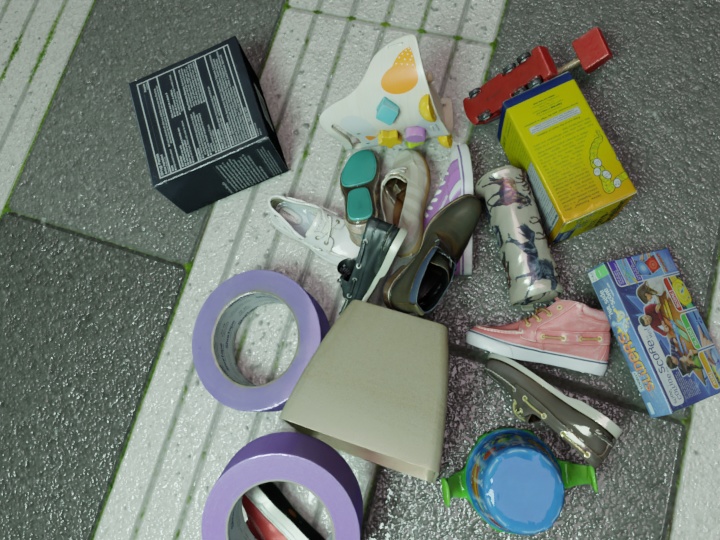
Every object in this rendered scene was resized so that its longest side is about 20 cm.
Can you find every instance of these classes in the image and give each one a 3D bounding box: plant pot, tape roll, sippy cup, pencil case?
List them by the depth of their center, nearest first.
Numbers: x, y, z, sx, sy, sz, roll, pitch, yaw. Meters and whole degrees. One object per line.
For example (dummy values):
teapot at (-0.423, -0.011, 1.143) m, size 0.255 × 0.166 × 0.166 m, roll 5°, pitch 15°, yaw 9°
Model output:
tape roll at (-0.095, 0.314, 0.698) m, size 0.195 × 0.066 × 0.205 m, roll 1°, pitch 97°, yaw 5°
sippy cup at (0.202, 0.275, 0.713) m, size 0.177 × 0.130 × 0.140 m, roll -42°, pitch 74°, yaw -3°
plant pot at (0.030, 0.157, 0.745) m, size 0.195 × 0.201 × 0.180 m, roll 14°, pitch 69°, yaw 12°
pencil case at (0.228, -0.045, 0.805) m, size 0.076 × 0.090 × 0.205 m, roll -14°, pitch 79°, yaw -5°
tape roll at (-0.145, 0.108, 0.835) m, size 0.195 × 0.085 × 0.205 m, roll -2°, pitch 75°, yaw 9°

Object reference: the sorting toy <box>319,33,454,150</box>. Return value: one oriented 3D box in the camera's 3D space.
sorting toy at (0.038, -0.231, 0.842) m, size 0.176 × 0.199 × 0.110 m, roll -12°, pitch 75°, yaw 22°

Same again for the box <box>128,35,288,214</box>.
box at (-0.248, -0.235, 0.914) m, size 0.194 × 0.123 × 0.204 m, roll -21°, pitch 72°, yaw 3°

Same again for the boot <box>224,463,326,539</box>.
boot at (-0.153, 0.382, 0.779) m, size 0.200 × 0.072 × 0.145 m, roll 43°, pitch 88°, yaw 12°

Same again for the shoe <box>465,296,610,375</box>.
shoe at (0.251, 0.080, 0.777) m, size 0.195 × 0.071 × 0.093 m, roll 11°, pitch 91°, yaw 6°

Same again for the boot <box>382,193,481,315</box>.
boot at (0.116, -0.018, 0.748) m, size 0.074 × 0.097 × 0.201 m, roll 39°, pitch 84°, yaw -18°

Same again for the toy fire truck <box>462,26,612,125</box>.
toy fire truck at (0.268, -0.294, 0.854) m, size 0.198 × 0.140 × 0.050 m, roll -28°, pitch 84°, yaw 42°

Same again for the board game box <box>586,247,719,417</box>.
board game box at (0.401, 0.077, 0.744) m, size 0.133 × 0.034 × 0.204 m, roll -9°, pitch 72°, yaw -25°

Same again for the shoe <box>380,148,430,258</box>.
shoe at (0.065, -0.115, 0.835) m, size 0.069 × 0.053 × 0.204 m, roll -25°, pitch 46°, yaw 35°

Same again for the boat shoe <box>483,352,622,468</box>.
boat shoe at (0.239, 0.179, 0.737) m, size 0.198 × 0.072 × 0.060 m, roll 31°, pitch 84°, yaw 39°

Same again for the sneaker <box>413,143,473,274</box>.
sneaker at (0.117, -0.097, 0.849) m, size 0.111 × 0.073 × 0.206 m, roll 2°, pitch 77°, yaw 13°

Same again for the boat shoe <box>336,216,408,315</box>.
boat shoe at (-0.001, 0.001, 0.790) m, size 0.065 × 0.201 × 0.075 m, roll 31°, pitch 49°, yaw 1°

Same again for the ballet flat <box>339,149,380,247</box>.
ballet flat at (0.001, -0.110, 0.863) m, size 0.066 × 0.068 × 0.202 m, roll -5°, pitch 42°, yaw 10°

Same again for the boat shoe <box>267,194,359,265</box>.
boat shoe at (-0.063, -0.063, 0.869) m, size 0.196 × 0.069 × 0.072 m, roll 23°, pitch 79°, yaw 13°

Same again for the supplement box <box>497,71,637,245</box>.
supplement box at (0.293, -0.160, 0.814) m, size 0.107 × 0.109 × 0.204 m, roll -22°, pitch 74°, yaw 3°
